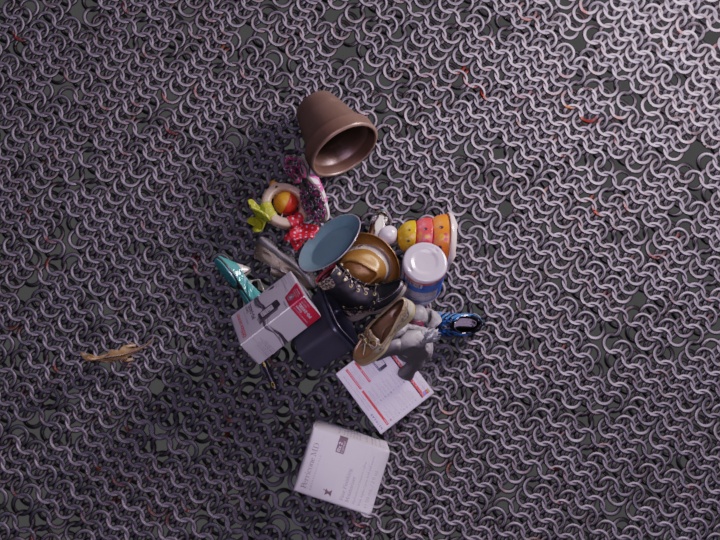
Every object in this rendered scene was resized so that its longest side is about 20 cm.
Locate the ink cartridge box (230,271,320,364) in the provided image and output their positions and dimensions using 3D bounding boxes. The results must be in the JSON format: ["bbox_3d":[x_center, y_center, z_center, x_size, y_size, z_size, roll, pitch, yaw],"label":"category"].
[{"bbox_3d":[-0.216,0.117,1.649,0.200,0.145,0.083,-37,123,0],"label":"ink cartridge box"}]

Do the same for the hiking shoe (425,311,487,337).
[{"bbox_3d":[0.227,0.140,1.734,0.200,0.087,0.075,-8,85,-1],"label":"hiking shoe"}]

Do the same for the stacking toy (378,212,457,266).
[{"bbox_3d":[0.145,-0.083,1.716,0.200,0.146,0.146,2,85,-4],"label":"stacking toy"}]

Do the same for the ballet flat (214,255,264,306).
[{"bbox_3d":[-0.308,0.032,1.755,0.070,0.067,0.200,-35,86,-28],"label":"ballet flat"}]

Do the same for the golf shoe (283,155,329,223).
[{"bbox_3d":[-0.126,-0.219,1.754,0.073,0.092,0.200,-29,81,29],"label":"golf shoe"}]

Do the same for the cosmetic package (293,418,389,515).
[{"bbox_3d":[-0.046,0.491,1.662,0.200,0.165,0.165,17,84,1],"label":"cosmetic package"}]

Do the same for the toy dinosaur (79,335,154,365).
[{"bbox_3d":[-0.618,0.217,1.709,0.200,0.101,0.058,-13,85,-2],"label":"toy dinosaur"}]

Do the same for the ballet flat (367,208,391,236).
[{"bbox_3d":[0.039,-0.071,1.759,0.072,0.072,0.201,12,86,0],"label":"ballet flat"}]

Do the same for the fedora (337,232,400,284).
[{"bbox_3d":[0.000,0.000,1.707,0.200,0.082,0.201,7,112,18],"label":"fedora"}]

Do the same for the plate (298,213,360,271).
[{"bbox_3d":[-0.077,-0.067,1.712,0.200,0.200,0.026,-44,122,-4],"label":"plate"}]

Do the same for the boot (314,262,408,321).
[{"bbox_3d":[0.000,0.039,1.621,0.203,0.074,0.154,-27,118,36],"label":"boot"}]

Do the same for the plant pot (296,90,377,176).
[{"bbox_3d":[-0.079,-0.377,1.736,0.200,0.200,0.175,-29,68,-3],"label":"plant pot"}]

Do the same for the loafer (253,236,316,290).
[{"bbox_3d":[-0.203,-0.008,1.755,0.200,0.075,0.070,39,99,5],"label":"loafer"}]

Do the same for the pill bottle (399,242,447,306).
[{"bbox_3d":[0.156,0.020,1.679,0.112,0.200,0.112,0,66,0],"label":"pill bottle"}]

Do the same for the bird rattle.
[{"bbox_3d":[-0.200,-0.158,1.751,0.200,0.113,0.163,17,69,-3],"label":"bird rattle"}]

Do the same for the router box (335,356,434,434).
[{"bbox_3d":[0.063,0.296,1.738,0.179,0.049,0.200,-37,87,-3],"label":"router box"}]

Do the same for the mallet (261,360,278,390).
[{"bbox_3d":[-0.257,0.220,1.749,0.066,0.041,0.200,-30,90,0],"label":"mallet"}]

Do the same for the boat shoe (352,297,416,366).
[{"bbox_3d":[0.047,0.142,1.568,0.073,0.063,0.200,41,93,30],"label":"boat shoe"}]

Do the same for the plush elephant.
[{"bbox_3d":[0.122,0.152,1.659,0.165,0.155,0.200,30,129,-25],"label":"plush elephant"}]

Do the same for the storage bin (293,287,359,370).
[{"bbox_3d":[-0.096,0.158,1.686,0.134,0.200,0.146,-35,126,7],"label":"storage bin"}]
